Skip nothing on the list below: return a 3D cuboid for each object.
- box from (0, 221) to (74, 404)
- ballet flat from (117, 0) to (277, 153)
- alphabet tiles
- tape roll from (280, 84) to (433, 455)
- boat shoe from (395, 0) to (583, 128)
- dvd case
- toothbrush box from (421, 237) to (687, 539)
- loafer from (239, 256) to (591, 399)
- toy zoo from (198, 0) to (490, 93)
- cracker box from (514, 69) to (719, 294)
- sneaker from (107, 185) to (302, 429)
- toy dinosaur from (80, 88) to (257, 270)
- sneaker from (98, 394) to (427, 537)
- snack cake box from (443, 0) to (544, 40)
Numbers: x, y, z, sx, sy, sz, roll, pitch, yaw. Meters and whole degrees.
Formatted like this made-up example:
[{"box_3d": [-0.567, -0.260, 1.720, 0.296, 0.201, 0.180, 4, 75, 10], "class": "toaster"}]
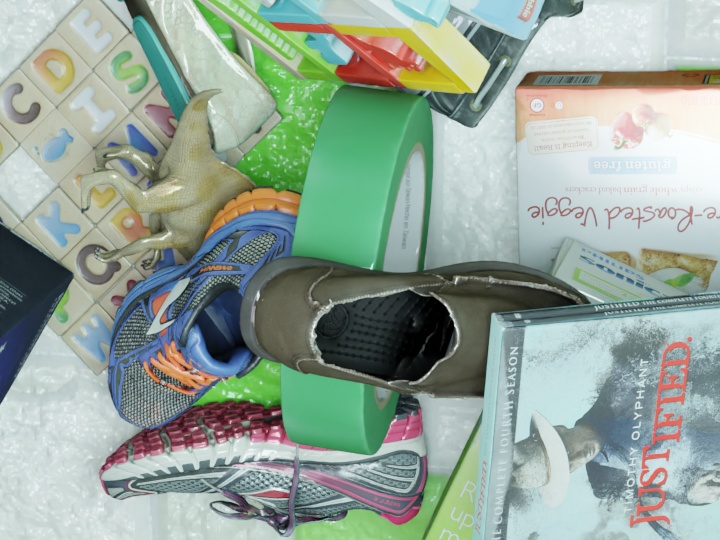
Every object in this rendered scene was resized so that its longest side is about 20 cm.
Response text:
[{"box_3d": [-0.269, 0.056, 1.522, 0.104, 0.200, 0.149, 33, 112, 3], "class": "box"}, {"box_3d": [-0.112, -0.164, 1.517, 0.062, 0.067, 0.201, -30, 100, -15], "class": "ballet flat"}, {"box_3d": [-0.148, -0.061, 1.574, 0.200, 0.008, 0.167, -43, 92, 18], "class": "alphabet tiles"}, {"box_3d": [0.000, 0.000, 1.457, 0.048, 0.200, 0.202, 8, 105, 8], "class": "tape roll"}, {"box_3d": [0.096, -0.169, 1.475, 0.071, 0.072, 0.200, 33, 112, -14], "class": "boat shoe"}, {"box_3d": [0.157, 0.080, 1.358, 0.198, 0.022, 0.147, -4, 117, -16], "class": "dvd case"}, {"box_3d": [0.133, 0.108, 1.459, 0.145, 0.086, 0.201, 26, 108, 2], "class": "toothbrush box"}, {"box_3d": [0.039, 0.037, 1.337, 0.198, 0.071, 0.074, 1, 104, -25], "class": "loafer"}, {"box_3d": [-0.017, -0.141, 1.420, 0.131, 0.199, 0.021, 36, 75, -34], "class": "toy zoo"}, {"box_3d": [0.158, -0.011, 1.498, 0.133, 0.058, 0.202, 0, 104, 11], "class": "cracker box"}, {"box_3d": [-0.091, 0.033, 1.505, 0.075, 0.079, 0.200, 25, 134, -17], "class": "sneaker"}, {"box_3d": [-0.107, -0.050, 1.519, 0.100, 0.058, 0.201, 3, 137, 6], "class": "toy dinosaur"}, {"box_3d": [-0.059, 0.121, 1.562, 0.198, 0.081, 0.075, -4, 104, 12], "class": "sneaker"}, {"box_3d": [0.074, -0.237, 1.405, 0.067, 0.115, 0.201, 21, 94, -39], "class": "snack cake box"}]
